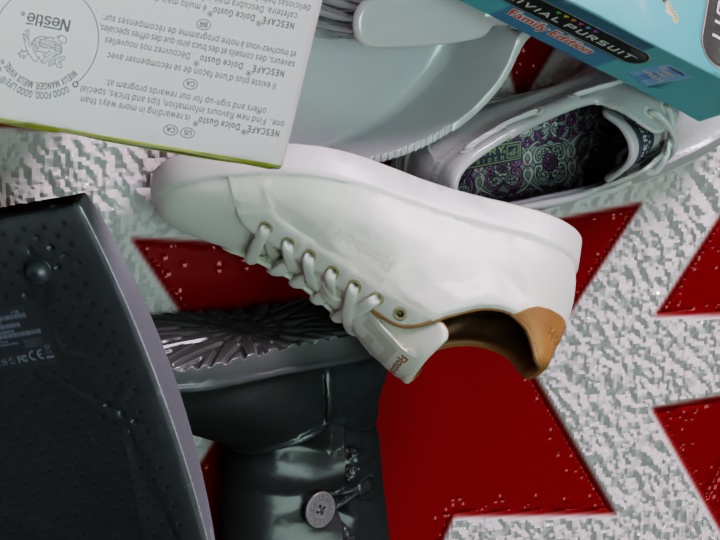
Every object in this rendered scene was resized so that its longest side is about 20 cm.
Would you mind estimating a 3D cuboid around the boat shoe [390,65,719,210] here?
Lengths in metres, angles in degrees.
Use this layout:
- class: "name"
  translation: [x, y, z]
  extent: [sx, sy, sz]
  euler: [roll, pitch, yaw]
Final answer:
- class: "boat shoe"
  translation: [0.115, -0.066, 1.113]
  extent: [0.200, 0.068, 0.072]
  euler: [-9, 111, -24]

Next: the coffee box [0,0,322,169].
- class: "coffee box"
  translation: [-0.134, -0.165, 0.882]
  extent: [0.200, 0.200, 0.198]
  euler: [8, 101, -29]

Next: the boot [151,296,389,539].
- class: "boot"
  translation: [-0.059, 0.121, 1.089]
  extent: [0.164, 0.066, 0.201]
  euler: [-6, 112, -24]

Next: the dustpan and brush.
- class: "dustpan and brush"
  translation: [0.048, -0.119, 1.068]
  extent: [0.200, 0.057, 0.140]
  euler: [-8, 108, -35]

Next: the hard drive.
- class: "hard drive"
  translation: [-0.139, 0.064, 1.002]
  extent: [0.135, 0.042, 0.200]
  euler: [-10, 113, 18]

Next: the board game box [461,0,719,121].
- class: "board game box"
  translation: [0.108, -0.177, 1.057]
  extent: [0.200, 0.047, 0.151]
  euler: [22, 69, -30]

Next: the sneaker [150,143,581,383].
- class: "sneaker"
  translation: [0.000, 0.000, 1.036]
  extent: [0.199, 0.073, 0.085]
  euler: [12, 67, -6]
